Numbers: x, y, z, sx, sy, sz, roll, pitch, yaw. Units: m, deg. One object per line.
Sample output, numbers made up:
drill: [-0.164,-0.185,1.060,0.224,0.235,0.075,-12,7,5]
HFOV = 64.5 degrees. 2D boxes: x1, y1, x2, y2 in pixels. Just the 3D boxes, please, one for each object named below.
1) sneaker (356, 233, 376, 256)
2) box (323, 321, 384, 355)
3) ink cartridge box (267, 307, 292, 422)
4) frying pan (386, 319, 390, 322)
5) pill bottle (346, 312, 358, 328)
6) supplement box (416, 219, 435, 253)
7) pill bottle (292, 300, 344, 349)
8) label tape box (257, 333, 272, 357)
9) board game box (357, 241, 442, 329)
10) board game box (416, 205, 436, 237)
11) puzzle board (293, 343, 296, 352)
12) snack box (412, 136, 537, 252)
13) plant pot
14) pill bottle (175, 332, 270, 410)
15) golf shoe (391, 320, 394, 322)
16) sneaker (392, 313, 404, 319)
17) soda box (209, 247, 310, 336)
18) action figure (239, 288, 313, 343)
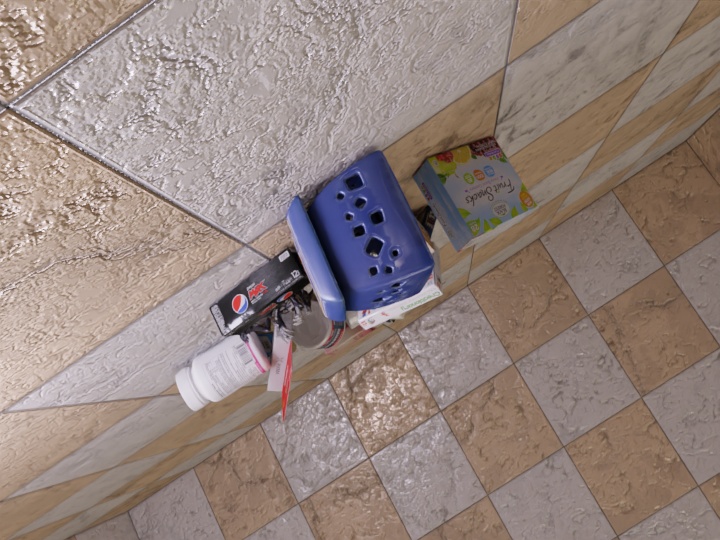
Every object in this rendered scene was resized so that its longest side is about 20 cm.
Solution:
sneaker: [-0.009,-0.043,1.070,0.202,0.080,0.075,-54,142,-10]
box: [-0.037,0.160,1.745,0.196,0.111,0.128,-32,167,2]
ink cartridge box: [-0.189,0.221,1.339,0.043,0.180,0.204,5,132,-11]
frying pan: [-0.014,0.051,1.302,0.032,0.184,0.116,-61,159,-27]
pill bottle: [0.035,0.065,1.561,0.196,0.116,0.115,-31,168,-9]
supplement box: [0.038,-0.038,1.174,0.197,0.075,0.126,-35,137,14]
pill bottle: [-0.105,0.145,1.504,0.118,0.122,0.200,-33,168,9]
label tape box: [-0.311,0.246,1.503,0.198,0.067,0.143,-37,167,12]
board game box: [0.081,0.032,1.210,0.196,0.129,0.035,-27,128,27]
board game box: [0.101,-0.043,1.337,0.200,0.034,0.138,-48,-165,45]
puzzle board: [-0.265,0.259,1.774,0.147,0.018,0.201,-28,165,-18]
snack box: [0.221,-0.150,1.089,0.196,0.172,0.068,-22,167,-33]
plant pot: [-0.009,-0.037,0.911,0.175,0.205,0.201,-23,167,-6]
pill bottle: [-0.314,0.226,1.309,0.196,0.116,0.114,-30,167,-5]
golf shoe: [0.102,0.086,1.796,0.094,0.077,0.202,-43,151,-20]
sneaker: [0.070,0.059,1.410,0.074,0.116,0.200,0,-179,1]
soda box: [-0.182,0.042,1.063,0.197,0.064,0.071,-35,168,12]
action figure: [-0.165,0.096,1.225,0.196,0.103,0.120,-23,153,-30]
